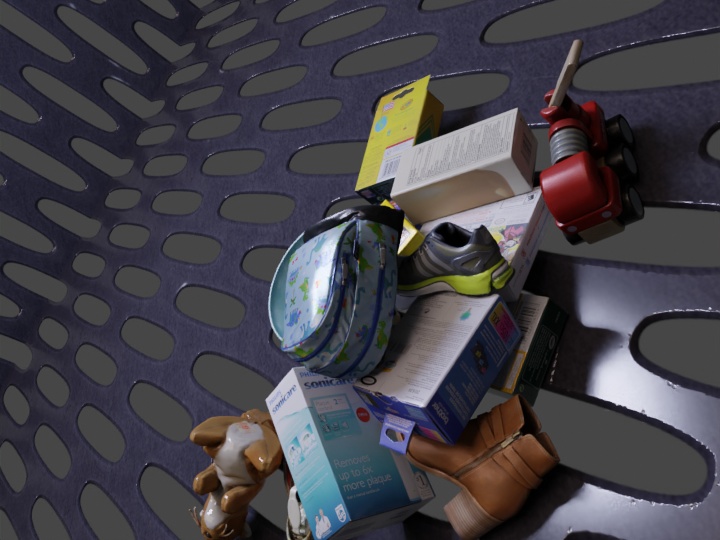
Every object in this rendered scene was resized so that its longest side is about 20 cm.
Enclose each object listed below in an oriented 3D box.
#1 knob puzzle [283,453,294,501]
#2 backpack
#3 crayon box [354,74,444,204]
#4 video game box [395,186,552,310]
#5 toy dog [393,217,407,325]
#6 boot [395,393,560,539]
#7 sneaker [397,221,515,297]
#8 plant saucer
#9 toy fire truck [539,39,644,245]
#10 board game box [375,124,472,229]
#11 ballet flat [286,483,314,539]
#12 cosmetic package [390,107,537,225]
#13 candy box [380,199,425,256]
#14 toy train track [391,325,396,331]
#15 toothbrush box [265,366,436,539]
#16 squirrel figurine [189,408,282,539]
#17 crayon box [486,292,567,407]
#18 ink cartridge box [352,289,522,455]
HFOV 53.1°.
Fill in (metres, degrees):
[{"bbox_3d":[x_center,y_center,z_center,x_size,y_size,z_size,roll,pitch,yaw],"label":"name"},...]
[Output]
[{"bbox_3d":[-0.080,0.274,1.093,0.219,0.030,0.224,-32,50,49],"label":"knob puzzle"},{"bbox_3d":[-0.024,0.032,0.886,0.162,0.152,0.204,-20,71,46],"label":"backpack"},{"bbox_3d":[0.070,-0.220,1.217,0.126,0.050,0.203,-12,56,47],"label":"crayon box"},{"bbox_3d":[0.152,-0.029,0.994,0.198,0.047,0.183,-8,37,43],"label":"video game box"},{"bbox_3d":[0.045,0.006,1.102,0.096,0.130,0.204,-9,77,58],"label":"toy dog"},{"bbox_3d":[0.135,0.197,0.861,0.155,0.073,0.201,-50,57,22],"label":"boot"},{"bbox_3d":[0.097,-0.019,0.898,0.198,0.082,0.074,-4,25,42],"label":"sneaker"},{"bbox_3d":[-0.049,0.021,1.029,0.198,0.036,0.203,-22,53,32],"label":"plant saucer"},{"bbox_3d":[0.264,-0.157,0.873,0.128,0.199,0.179,-24,47,39],"label":"toy fire truck"},{"bbox_3d":[0.112,-0.141,1.189,0.198,0.044,0.137,-16,52,44],"label":"board game box"},{"bbox_3d":[-0.071,0.289,1.007,0.070,0.070,0.204,0,85,51],"label":"ballet flat"},{"bbox_3d":[0.149,-0.146,1.041,0.198,0.071,0.106,-14,44,36],"label":"cosmetic package"},{"bbox_3d":[0.000,0.000,1.044,0.201,0.026,0.102,-50,39,7],"label":"candy box"},{"bbox_3d":[0.013,0.095,1.026,0.198,0.032,0.117,-5,98,44],"label":"toy train track"},{"bbox_3d":[-0.015,0.225,0.919,0.085,0.145,0.202,-49,54,37],"label":"toothbrush box"},{"bbox_3d":[-0.193,0.331,1.156,0.200,0.139,0.190,-47,-30,-73],"label":"squirrel figurine"},{"bbox_3d":[0.161,0.089,0.948,0.199,0.051,0.127,10,72,53],"label":"crayon box"},{"bbox_3d":[0.083,0.120,0.861,0.135,0.077,0.201,4,48,53],"label":"ink cartridge box"}]
